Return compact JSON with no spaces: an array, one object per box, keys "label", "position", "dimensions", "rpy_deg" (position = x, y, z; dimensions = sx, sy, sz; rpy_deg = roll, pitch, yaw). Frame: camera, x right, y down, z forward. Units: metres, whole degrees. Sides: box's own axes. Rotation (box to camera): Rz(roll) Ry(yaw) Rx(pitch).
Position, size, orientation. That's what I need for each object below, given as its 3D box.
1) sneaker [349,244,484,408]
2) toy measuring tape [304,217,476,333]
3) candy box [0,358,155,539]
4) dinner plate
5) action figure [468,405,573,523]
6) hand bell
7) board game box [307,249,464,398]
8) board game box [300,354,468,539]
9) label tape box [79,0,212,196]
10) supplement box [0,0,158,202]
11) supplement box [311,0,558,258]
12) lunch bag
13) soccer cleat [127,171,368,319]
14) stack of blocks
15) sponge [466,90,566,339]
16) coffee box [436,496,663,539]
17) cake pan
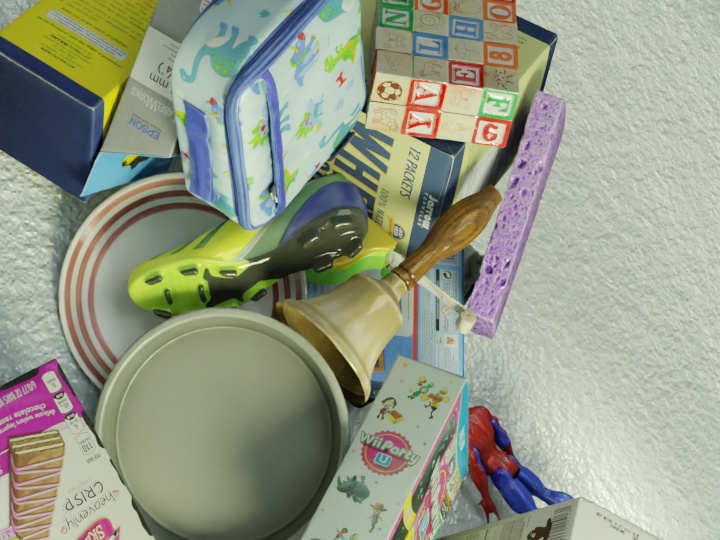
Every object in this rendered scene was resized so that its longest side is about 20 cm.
[{"label":"sneaker","position":[0.030,0.036,1.598],"dimensions":[0.088,0.074,0.200],"rpy_deg":[37,55,5]},{"label":"toy measuring tape","position":[0.000,0.000,1.487],"dimensions":[0.200,0.074,0.074],"rpy_deg":[40,51,11]},{"label":"candy box","position":[-0.241,0.186,1.342],"dimensions":[0.136,0.061,0.201],"rpy_deg":[-30,91,-40]},{"label":"dinner plate","position":[-0.142,0.021,1.459],"dimensions":[0.199,0.024,0.201],"rpy_deg":[1,81,-5]},{"label":"action figure","position":[0.133,0.186,1.618],"dimensions":[0.200,0.052,0.065],"rpy_deg":[47,47,-5]},{"label":"hand bell","position":[0.037,0.001,1.433],"dimensions":[0.200,0.104,0.104],"rpy_deg":[-43,99,-18]},{"label":"board game box","position":[-0.012,0.031,1.527],"dimensions":[0.199,0.037,0.152],"rpy_deg":[6,62,-8]},{"label":"board game box","position":[0.020,0.191,1.421],"dimensions":[0.064,0.148,0.201],"rpy_deg":[18,57,16]},{"label":"label tape box","position":[-0.125,-0.141,1.414],"dimensions":[0.063,0.201,0.144],"rpy_deg":[30,22,15]},{"label":"supplement box","position":[-0.199,-0.170,1.457],"dimensions":[0.109,0.109,0.200],"rpy_deg":[31,50,14]},{"label":"supplement box","position":[0.030,-0.143,1.559],"dimensions":[0.199,0.135,0.200],"rpy_deg":[27,47,15]},{"label":"lunch bag","position":[-0.068,-0.132,1.346],"dimensions":[0.082,0.200,0.161],"rpy_deg":[33,63,19]},{"label":"soccer cleat","position":[-0.090,-0.021,1.437],"dimensions":[0.084,0.199,0.065],"rpy_deg":[-109,179,-46]},{"label":"stack of blocks","position":[0.067,-0.195,1.479],"dimensions":[0.114,0.059,0.201],"rpy_deg":[8,46,-4]},{"label":"sponge","position":[0.133,-0.045,1.554],"dimensions":[0.030,0.112,0.201],"rpy_deg":[18,83,7]},{"label":"coffee box","position":[0.153,0.262,1.505],"dimensions":[0.114,0.200,0.080],"rpy_deg":[30,58,-22]},{"label":"cake pan","position":[-0.107,0.129,1.410],"dimensions":[0.199,0.037,0.201],"rpy_deg":[0,89,1]}]
